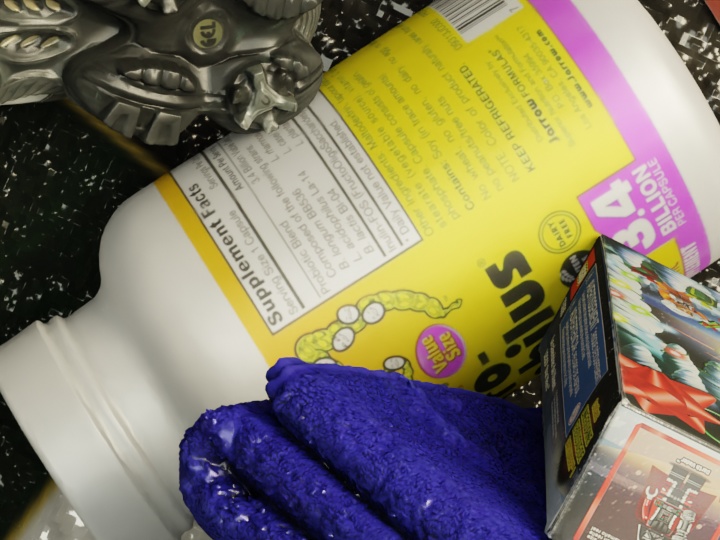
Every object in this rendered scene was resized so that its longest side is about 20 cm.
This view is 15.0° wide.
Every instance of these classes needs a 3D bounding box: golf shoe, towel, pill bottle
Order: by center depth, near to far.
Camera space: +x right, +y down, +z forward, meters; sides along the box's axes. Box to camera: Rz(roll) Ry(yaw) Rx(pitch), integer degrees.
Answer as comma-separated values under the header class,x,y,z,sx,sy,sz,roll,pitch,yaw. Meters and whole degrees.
class,x,y,z,sx,sy,sz,roll,pitch,yaw
towel,0.063,0.071,0.682,0.148,0.200,0.050,30,102,31
golf shoe,-0.109,-0.080,0.721,0.199,0.095,0.078,9,112,-24
pill bottle,0.000,0.000,0.761,0.200,0.104,0.104,-33,92,-3

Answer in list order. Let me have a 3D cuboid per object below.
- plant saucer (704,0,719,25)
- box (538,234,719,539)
class,x,y,z,sx,sy,sz,roll,pitch,yaw
plant saucer,0.157,-0.180,0.804,0.199,0.037,0.200,-33,93,-3
box,0.139,0.067,0.666,0.200,0.137,0.040,26,106,-5
